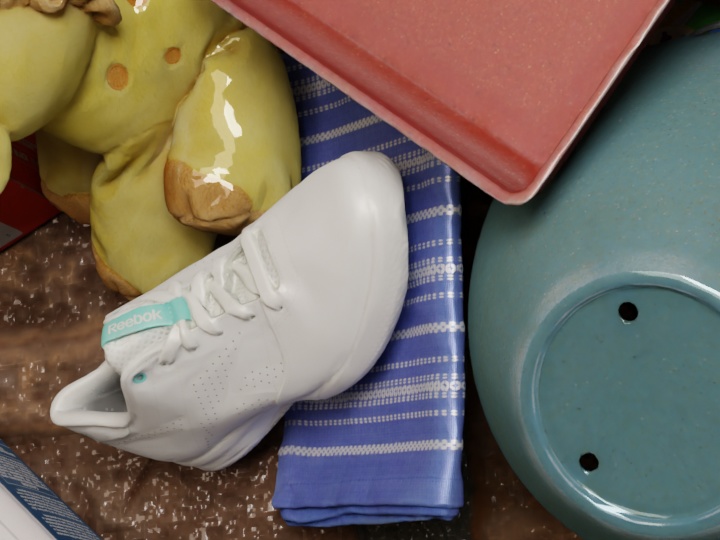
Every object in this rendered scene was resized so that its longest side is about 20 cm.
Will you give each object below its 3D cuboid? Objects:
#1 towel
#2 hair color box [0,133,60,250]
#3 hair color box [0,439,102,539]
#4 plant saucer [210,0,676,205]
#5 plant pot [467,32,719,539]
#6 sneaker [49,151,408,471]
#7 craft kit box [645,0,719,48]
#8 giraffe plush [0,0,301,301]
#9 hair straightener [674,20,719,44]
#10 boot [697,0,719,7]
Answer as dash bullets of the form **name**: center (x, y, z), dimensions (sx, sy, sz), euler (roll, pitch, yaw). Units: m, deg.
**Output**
- **towel**: center (0.000, 0.000, 0.938), dimensions (0.145, 0.024, 0.201), euler (-12, 78, 63)
- **hair color box**: center (-0.226, -0.090, 1.094), dimensions (0.111, 0.064, 0.201), euler (-32, 66, 13)
- **hair color box**: center (-0.141, 0.156, 0.995), dimensions (0.200, 0.060, 0.100), euler (41, 94, 26)
- **plant saucer**: center (0.054, -0.143, 0.854), dimensions (0.200, 0.037, 0.200), euler (37, 93, 38)
- **plant pot**: center (0.120, 0.028, 0.837), dimensions (0.199, 0.135, 0.201), euler (7, 108, 21)
- **sneaker**: center (-0.055, 0.022, 0.929), dimensions (0.200, 0.088, 0.076), euler (-47, 46, 44)
- **craft kit box**: center (0.115, -0.113, 0.971), dimensions (0.200, 0.048, 0.198), euler (39, 95, 26)
- **giraffe plush**: center (-0.120, -0.084, 0.953), dimensions (0.173, 0.161, 0.200), euler (58, 134, 27)
- **hair straightener**: center (0.193, -0.051, 0.886), dimensions (0.199, 0.041, 0.077), euler (20, 111, 12)
- **boot**: center (0.176, -0.170, 0.900), dimensions (0.199, 0.070, 0.147), euler (19, 85, 17)
